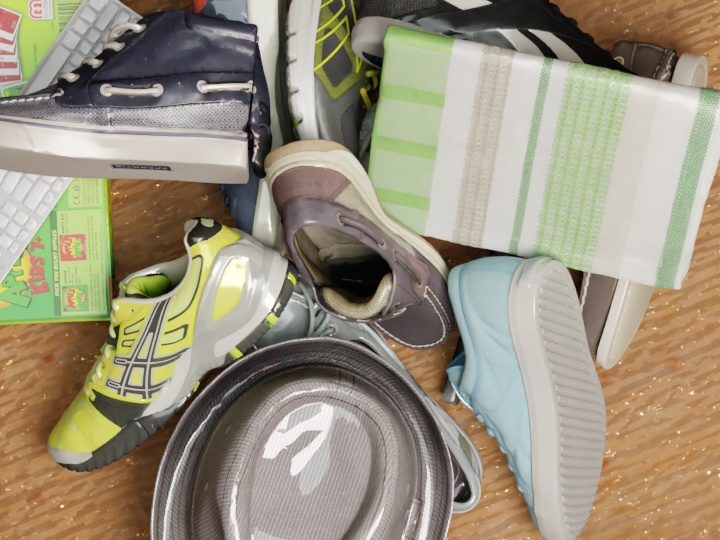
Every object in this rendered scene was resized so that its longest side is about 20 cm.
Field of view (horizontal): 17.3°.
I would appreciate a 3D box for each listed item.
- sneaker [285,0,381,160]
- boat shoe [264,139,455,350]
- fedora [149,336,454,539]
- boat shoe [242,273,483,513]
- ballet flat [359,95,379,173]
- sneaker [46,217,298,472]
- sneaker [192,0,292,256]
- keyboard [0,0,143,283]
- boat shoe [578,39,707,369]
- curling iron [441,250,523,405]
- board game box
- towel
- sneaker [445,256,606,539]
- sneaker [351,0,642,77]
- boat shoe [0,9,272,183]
[{"bbox_3d":[-0.002,-0.145,1.427,0.084,0.074,0.201,-1,81,1],"label":"sneaker"},{"bbox_3d":[0.000,0.000,1.394,0.072,0.200,0.065,-10,55,20],"label":"boat shoe"},{"bbox_3d":[-0.034,0.138,1.375,0.176,0.090,0.201,26,87,0],"label":"fedora"},{"bbox_3d":[-0.003,0.073,1.451,0.074,0.065,0.202,-44,92,-2],"label":"boat shoe"},{"bbox_3d":[0.031,-0.085,1.450,0.072,0.072,0.201,26,91,-3],"label":"ballet flat"},{"bbox_3d":[-0.126,0.042,1.418,0.076,0.075,0.200,40,112,-16],"label":"sneaker"},{"bbox_3d":[-0.086,-0.094,1.443,0.084,0.075,0.201,-3,85,5],"label":"sneaker"},{"bbox_3d":[-0.193,-0.074,1.417,0.056,0.011,0.200,35,89,-3],"label":"keyboard"},{"bbox_3d":[0.160,-0.041,1.457,0.059,0.072,0.201,16,97,17],"label":"boat shoe"},{"bbox_3d":[0.083,-0.013,1.470,0.049,0.026,0.201,13,97,-45],"label":"curling iron"},{"bbox_3d":[-0.204,-0.068,1.446,0.101,0.048,0.201,-3,91,-2],"label":"board game box"},{"bbox_3d":[0.105,-0.068,1.371,0.199,0.031,0.150,13,133,5],"label":"towel"},{"bbox_3d":[0.097,0.076,1.449,0.082,0.074,0.201,8,121,33],"label":"sneaker"},{"bbox_3d":[0.102,-0.154,1.391,0.199,0.073,0.112,17,77,-9],"label":"sneaker"},{"bbox_3d":[-0.147,-0.105,1.383,0.199,0.075,0.093,4,80,-2],"label":"boat shoe"}]
